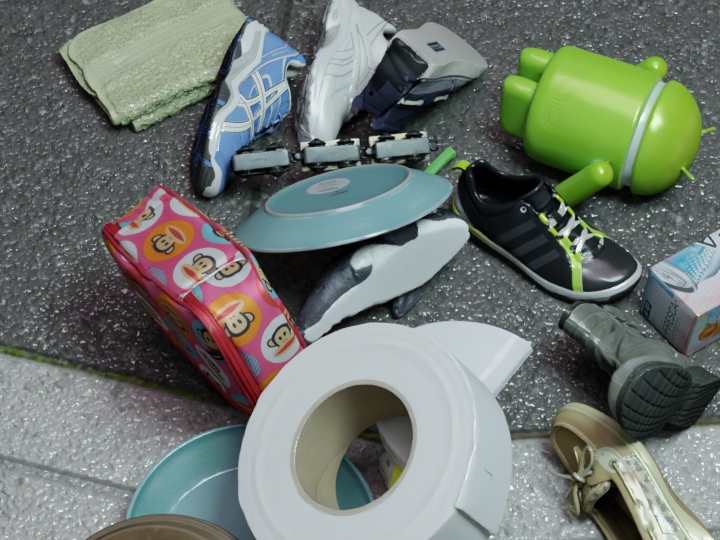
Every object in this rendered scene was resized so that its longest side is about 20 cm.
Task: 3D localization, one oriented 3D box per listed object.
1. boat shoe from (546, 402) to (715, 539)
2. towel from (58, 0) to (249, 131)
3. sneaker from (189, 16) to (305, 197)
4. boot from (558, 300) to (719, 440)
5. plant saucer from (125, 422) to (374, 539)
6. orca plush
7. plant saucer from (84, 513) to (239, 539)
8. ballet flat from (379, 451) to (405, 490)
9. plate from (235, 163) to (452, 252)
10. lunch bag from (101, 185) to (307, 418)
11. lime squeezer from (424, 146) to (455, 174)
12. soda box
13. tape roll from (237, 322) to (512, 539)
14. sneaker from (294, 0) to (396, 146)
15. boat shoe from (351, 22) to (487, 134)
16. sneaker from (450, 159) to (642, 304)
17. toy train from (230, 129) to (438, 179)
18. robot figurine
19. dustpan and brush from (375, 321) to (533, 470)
[{"bbox_3d":[0.210,0.188,1.172,0.063,0.073,0.200,-26,56,-24],"label":"boat shoe"},{"bbox_3d":[-0.198,-0.227,1.535,0.200,0.037,0.148,-28,57,-22],"label":"towel"},{"bbox_3d":[-0.110,-0.156,1.452,0.077,0.076,0.200,25,64,-14],"label":"sneaker"},{"bbox_3d":[0.211,0.074,1.221,0.131,0.200,0.068,38,103,26],"label":"boot"},{"bbox_3d":[-0.086,0.213,1.172,0.200,0.036,0.200,1,51,-1],"label":"plant saucer"},{"bbox_3d":[0.000,0.000,1.321,0.200,0.105,0.071,-44,50,-6],"label":"orca plush"},{"bbox_3d":[-0.156,0.274,1.088,0.200,0.029,0.200,-3,66,8],"label":"plant saucer"},{"bbox_3d":[0.053,0.148,1.218,0.067,0.067,0.200,-1,44,26],"label":"ballet flat"},{"bbox_3d":[-0.018,-0.063,1.323,0.200,0.026,0.200,-13,19,4],"label":"plate"},{"bbox_3d":[-0.119,0.036,1.232,0.082,0.176,0.200,-39,45,-13],"label":"lunch bag"},{"bbox_3d":[0.014,-0.073,1.409,0.200,0.038,0.071,-20,53,-16],"label":"lime squeezer"},{"bbox_3d":[0.352,-0.004,1.340,0.200,0.064,0.068,-27,56,-22],"label":"soda box"},{"bbox_3d":[0.010,0.143,1.105,0.202,0.071,0.203,-15,57,23],"label":"tape roll"},{"bbox_3d":[-0.006,-0.193,1.486,0.099,0.078,0.200,18,58,-6],"label":"sneaker"},{"bbox_3d":[0.056,-0.189,1.473,0.075,0.093,0.200,45,22,13],"label":"boat shoe"},{"bbox_3d":[0.164,-0.040,1.354,0.200,0.083,0.072,27,55,20],"label":"sneaker"},{"bbox_3d":[-0.025,-0.109,1.411,0.200,0.046,0.034,-6,89,-9],"label":"toy train"},{"bbox_3d":[0.235,-0.143,1.419,0.200,0.116,0.176,21,54,15],"label":"robot figurine"},{"bbox_3d":[0.040,0.084,1.215,0.200,0.057,0.140,30,75,41],"label":"dustpan and brush"}]
